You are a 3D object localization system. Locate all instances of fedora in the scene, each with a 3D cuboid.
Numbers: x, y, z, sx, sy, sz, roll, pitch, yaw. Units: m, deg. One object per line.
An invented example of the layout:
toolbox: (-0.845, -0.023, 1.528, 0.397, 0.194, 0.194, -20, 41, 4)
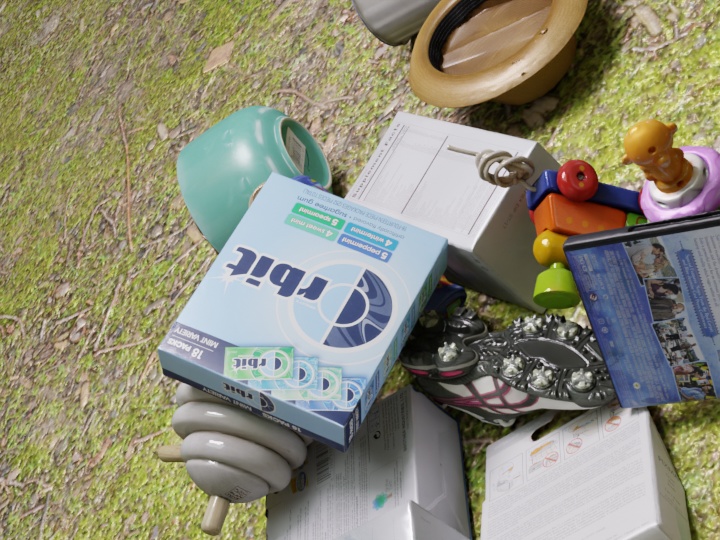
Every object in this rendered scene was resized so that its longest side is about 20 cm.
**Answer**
fedora: (0.143, -0.217, 1.457, 0.199, 0.082, 0.202, -24, 44, 25)

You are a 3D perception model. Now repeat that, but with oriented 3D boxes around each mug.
mug: (-0.092, -0.079, 1.551, 0.114, 0.152, 0.186, -31, 78, 23)

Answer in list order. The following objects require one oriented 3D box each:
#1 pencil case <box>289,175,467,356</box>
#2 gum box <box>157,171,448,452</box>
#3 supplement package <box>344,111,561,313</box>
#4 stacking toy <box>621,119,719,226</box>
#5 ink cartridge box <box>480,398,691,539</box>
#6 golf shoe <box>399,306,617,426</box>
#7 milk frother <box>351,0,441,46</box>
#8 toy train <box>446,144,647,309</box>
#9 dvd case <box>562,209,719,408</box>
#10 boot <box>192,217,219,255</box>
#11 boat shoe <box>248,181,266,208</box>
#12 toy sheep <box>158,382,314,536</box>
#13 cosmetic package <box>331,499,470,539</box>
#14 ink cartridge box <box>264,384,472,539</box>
pencil case: (0.000, 0.000, 1.334, 0.199, 0.078, 0.087, 37, 127, 17)
gum box: (-0.044, 0.029, 1.230, 0.169, 0.045, 0.201, 21, 58, 16)
supplement package: (0.096, -0.056, 1.345, 0.199, 0.109, 0.114, 22, 76, 53)
stacking toy: (0.246, -0.046, 1.094, 0.116, 0.200, 0.110, -35, 39, 18)
ink cartridge box: (0.166, 0.175, 1.142, 0.160, 0.050, 0.201, -34, 21, 24)
golf shoe: (0.129, 0.084, 1.222, 0.198, 0.089, 0.077, 9, 50, 36)
milk frother: (0.099, -0.365, 1.612, 0.187, 0.182, 0.199, -20, 3, 35)
toy train: (0.155, -0.023, 1.196, 0.085, 0.198, 0.117, 124, 158, -66)
dvd case: (0.254, 0.025, 1.064, 0.198, 0.144, 0.018, -10, 23, 34)
boot: (-0.151, -0.082, 1.670, 0.073, 0.075, 0.201, -40, 36, 18)
boat shoe: (-0.036, -0.021, 1.420, 0.072, 0.065, 0.200, -47, 69, 3)
toy sheep: (-0.099, 0.127, 1.269, 0.137, 0.137, 0.202, -7, 63, 44)
cosmetic package: (0.002, 0.315, 1.121, 0.199, 0.123, 0.201, -32, 40, 27)
ink cartridge box: (-0.009, 0.204, 1.263, 0.199, 0.076, 0.137, -31, 37, 25)
